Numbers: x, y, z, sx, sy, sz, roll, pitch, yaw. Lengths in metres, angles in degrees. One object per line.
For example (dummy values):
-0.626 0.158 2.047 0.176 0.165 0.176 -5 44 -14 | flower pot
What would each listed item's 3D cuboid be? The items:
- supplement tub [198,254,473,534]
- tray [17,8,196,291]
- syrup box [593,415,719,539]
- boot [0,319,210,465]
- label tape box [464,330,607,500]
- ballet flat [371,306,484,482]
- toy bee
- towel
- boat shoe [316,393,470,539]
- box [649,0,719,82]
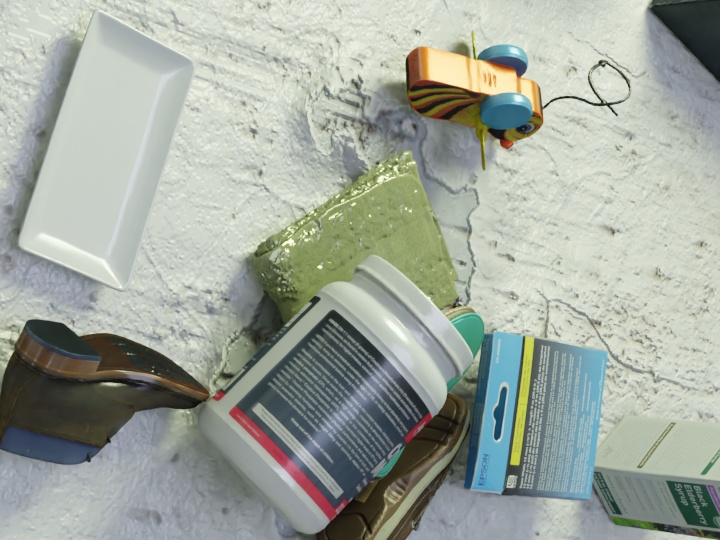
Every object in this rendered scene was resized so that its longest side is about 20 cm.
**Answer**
-0.020 0.100 1.603 0.200 0.140 0.141 -44 119 -8 | supplement tub
-0.202 -0.094 1.559 0.107 0.022 0.201 25 75 -36 | tray
0.320 0.198 1.879 0.081 0.199 0.079 -45 118 -30 | syrup box
-0.208 0.103 1.545 0.200 0.075 0.097 20 104 -48 | boot
0.144 0.131 1.793 0.199 0.066 0.144 12 85 -51 | label tape box
0.034 0.102 1.728 0.200 0.065 0.071 -48 124 -34 | ballet flat
0.125 -0.143 1.785 0.199 0.109 0.131 24 58 -6 | toy bee
0.000 0.000 1.718 0.200 0.036 0.149 -35 113 -34 | towel
0.030 0.194 1.735 0.202 0.074 0.075 -46 141 -30 | boat shoe
0.424 -0.292 2.009 0.200 0.124 0.197 38 70 -33 | box
